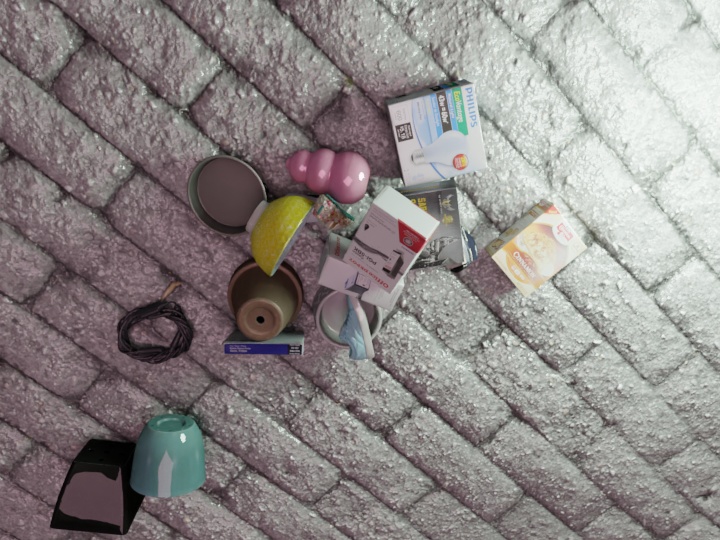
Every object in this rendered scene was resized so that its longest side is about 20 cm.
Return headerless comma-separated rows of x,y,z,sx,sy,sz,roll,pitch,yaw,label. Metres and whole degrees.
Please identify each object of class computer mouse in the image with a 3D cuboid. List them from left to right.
-0.156,-0.157,1.463,0.197,0.044,0.111,2,110,-5,computer mouse

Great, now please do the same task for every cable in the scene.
-0.542,0.170,1.565,0.198,0.051,0.164,-23,116,2,cable

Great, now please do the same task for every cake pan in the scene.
-0.316,-0.181,1.427,0.198,0.037,0.203,4,115,8,cake pan

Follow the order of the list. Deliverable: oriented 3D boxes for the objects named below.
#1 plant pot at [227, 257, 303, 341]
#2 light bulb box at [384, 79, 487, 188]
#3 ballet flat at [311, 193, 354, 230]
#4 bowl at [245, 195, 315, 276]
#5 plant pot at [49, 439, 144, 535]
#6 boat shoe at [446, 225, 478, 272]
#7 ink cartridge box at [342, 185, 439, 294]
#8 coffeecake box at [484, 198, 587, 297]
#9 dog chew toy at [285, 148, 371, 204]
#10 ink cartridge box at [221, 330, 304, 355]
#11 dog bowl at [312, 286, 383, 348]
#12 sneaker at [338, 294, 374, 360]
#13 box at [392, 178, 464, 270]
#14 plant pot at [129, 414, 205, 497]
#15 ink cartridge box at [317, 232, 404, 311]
-0.243,0.088,1.482,0.197,0.175,0.203,-1,112,-3,plant pot
0.173,-0.318,1.380,0.198,0.125,0.200,-14,111,4,light bulb box
-0.069,-0.130,1.406,0.075,0.200,0.064,40,93,18,ballet flat
-0.198,-0.099,1.368,0.107,0.200,0.201,32,106,-4,bowl
-0.708,0.581,1.636,0.197,0.200,0.180,8,100,-7,plant pot
0.233,-0.099,1.505,0.074,0.092,0.202,-17,90,42,boat shoe
0.064,-0.064,1.339,0.146,0.083,0.201,35,135,5,ink cartridge box
0.448,-0.057,1.526,0.200,0.073,0.154,-41,107,11,coffeecake box
-0.078,-0.231,1.403,0.198,0.125,0.126,15,110,0,dog chew toy
-0.241,0.187,1.506,0.197,0.200,0.041,1,92,-3,ink cartridge box
-0.031,0.116,1.568,0.197,0.059,0.203,-1,111,-3,dog bowl
-0.020,0.145,1.509,0.081,0.074,0.202,-14,110,-2,sneaker
0.155,-0.102,1.387,0.156,0.049,0.202,-7,123,8,box
-0.517,0.488,1.611,0.198,0.201,0.163,4,97,-5,plant pot
0.000,0.000,1.476,0.198,0.147,0.087,20,115,-10,ink cartridge box
